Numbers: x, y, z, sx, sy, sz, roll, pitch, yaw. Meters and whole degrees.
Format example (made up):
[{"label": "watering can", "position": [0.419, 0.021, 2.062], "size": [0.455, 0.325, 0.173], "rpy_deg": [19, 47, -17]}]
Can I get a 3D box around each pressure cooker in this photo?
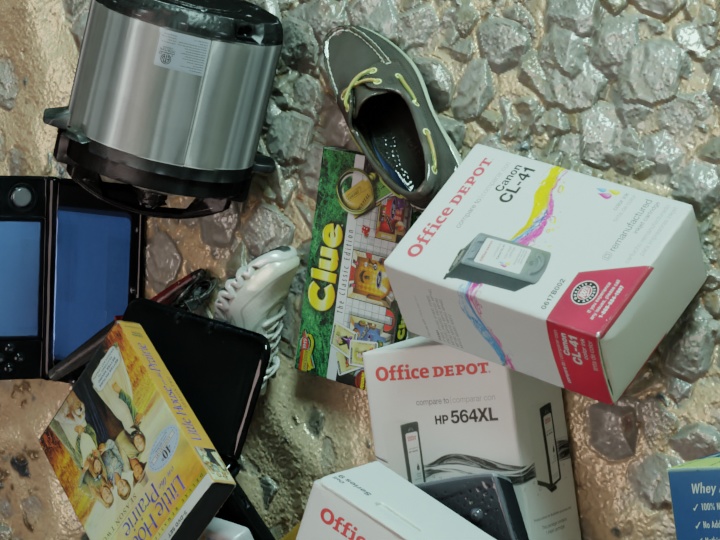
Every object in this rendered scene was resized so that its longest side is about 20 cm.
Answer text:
[{"label": "pressure cooker", "position": [-0.170, -0.145, 1.668], "size": [0.175, 0.178, 0.201], "rpy_deg": [22, 106, 31]}]

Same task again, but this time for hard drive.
[{"label": "hard drive", "position": [0.053, 0.236, 1.511], "size": [0.199, 0.042, 0.135], "rpy_deg": [-21, 84, 37]}]

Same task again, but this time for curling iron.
[{"label": "curling iron", "position": [-0.217, 0.052, 1.784], "size": [0.199, 0.050, 0.026], "rpy_deg": [-28, 109, 23]}]

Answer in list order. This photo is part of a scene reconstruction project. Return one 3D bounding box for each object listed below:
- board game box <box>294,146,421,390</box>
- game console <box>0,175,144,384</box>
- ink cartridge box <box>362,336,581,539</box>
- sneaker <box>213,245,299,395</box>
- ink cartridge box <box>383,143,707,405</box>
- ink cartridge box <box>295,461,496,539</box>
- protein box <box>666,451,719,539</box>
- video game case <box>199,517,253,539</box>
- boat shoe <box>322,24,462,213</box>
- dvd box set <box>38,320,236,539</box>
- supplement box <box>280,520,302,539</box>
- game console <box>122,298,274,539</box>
[{"label": "board game box", "position": [0.000, 0.000, 1.649], "size": [0.104, 0.023, 0.201], "rpy_deg": [14, 102, 37]}, {"label": "game console", "position": [-0.309, 0.013, 1.828], "size": [0.116, 0.175, 0.201], "rpy_deg": [-165, 77, -64]}, {"label": "ink cartridge box", "position": [0.090, 0.152, 1.553], "size": [0.146, 0.084, 0.201], "rpy_deg": [-8, 91, 37]}, {"label": "sneaker", "position": [-0.098, 0.060, 1.702], "size": [0.081, 0.075, 0.200], "rpy_deg": [44, 126, 17]}, {"label": "ink cartridge box", "position": [0.141, -0.001, 1.458], "size": [0.199, 0.148, 0.086], "rpy_deg": [19, 147, 33]}, {"label": "ink cartridge box", "position": [0.014, 0.270, 1.465], "size": [0.146, 0.084, 0.201], "rpy_deg": [30, 114, 30]}, {"label": "protein box", "position": [0.342, 0.223, 1.338], "size": [0.198, 0.135, 0.201], "rpy_deg": [-8, 89, 37]}, {"label": "video game case", "position": [-0.127, 0.284, 1.658], "size": [0.200, 0.022, 0.183], "rpy_deg": [7, 125, 52]}, {"label": "boat shoe", "position": [0.021, -0.133, 1.583], "size": [0.072, 0.061, 0.202], "rpy_deg": [-40, 63, 16]}, {"label": "dvd box set", "position": [-0.192, 0.161, 1.605], "size": [0.147, 0.029, 0.200], "rpy_deg": [-54, 48, 22]}, {"label": "supplement box", "position": [-0.030, 0.252, 1.665], "size": [0.200, 0.069, 0.067], "rpy_deg": [-43, 68, 29]}, {"label": "game console", "position": [-0.138, 0.140, 1.672], "size": [0.200, 0.116, 0.176], "rpy_deg": [15, 143, 46]}]
